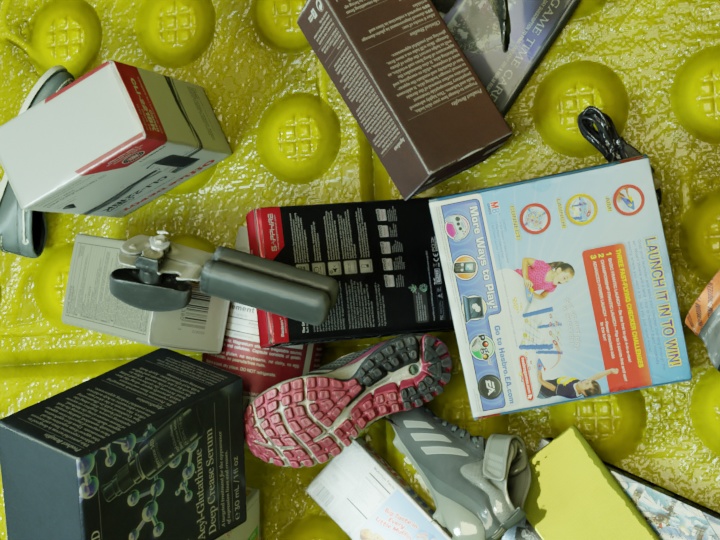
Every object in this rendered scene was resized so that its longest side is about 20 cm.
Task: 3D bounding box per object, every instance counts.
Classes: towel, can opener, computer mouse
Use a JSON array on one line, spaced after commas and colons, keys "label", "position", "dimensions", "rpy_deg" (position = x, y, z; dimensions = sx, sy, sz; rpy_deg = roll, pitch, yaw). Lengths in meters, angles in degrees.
[{"label": "towel", "position": [0.214, 0.239, 1.466], "dimensions": [0.086, 0.018, 0.200], "rpy_deg": [-38, 74, 9]}, {"label": "can opener", "position": [-0.118, 0.011, 1.456], "dimensions": [0.200, 0.053, 0.067], "rpy_deg": [12, 122, 11]}, {"label": "computer mouse", "position": [0.175, -0.046, 1.523], "dimensions": [0.200, 0.044, 0.110], "rpy_deg": [-43, 89, 11]}]

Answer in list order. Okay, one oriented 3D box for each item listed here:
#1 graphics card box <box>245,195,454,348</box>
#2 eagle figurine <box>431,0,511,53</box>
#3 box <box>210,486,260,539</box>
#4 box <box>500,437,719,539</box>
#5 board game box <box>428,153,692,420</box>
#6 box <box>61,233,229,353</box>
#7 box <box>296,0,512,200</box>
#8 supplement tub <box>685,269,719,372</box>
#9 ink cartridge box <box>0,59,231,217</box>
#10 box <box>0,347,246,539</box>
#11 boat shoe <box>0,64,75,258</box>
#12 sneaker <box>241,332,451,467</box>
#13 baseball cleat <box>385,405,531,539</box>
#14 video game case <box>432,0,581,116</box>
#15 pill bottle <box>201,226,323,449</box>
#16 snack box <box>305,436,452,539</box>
[{"label": "graphics card box", "position": [0.000, 0.000, 1.524], "dimensions": [0.200, 0.051, 0.126], "rpy_deg": [-5, 84, -19]}, {"label": "eagle figurine", "position": [0.114, -0.313, 1.502], "dimensions": [0.151, 0.152, 0.200], "rpy_deg": [31, 93, -1]}, {"label": "box", "position": [-0.180, 0.278, 1.542], "dimensions": [0.112, 0.200, 0.102], "rpy_deg": [9, 114, 19]}, {"label": "box", "position": [0.228, 0.250, 1.489], "dimensions": [0.200, 0.040, 0.137], "rpy_deg": [24, 94, 20]}, {"label": "board game box", "position": [0.176, 0.014, 1.478], "dimensions": [0.195, 0.056, 0.200], "rpy_deg": [-11, 94, 10]}, {"label": "box", "position": [-0.204, 0.020, 1.587], "dimensions": [0.200, 0.078, 0.095], "rpy_deg": [10, 91, 57]}, {"label": "box", "position": [0.039, -0.177, 1.525], "dimensions": [0.100, 0.075, 0.200], "rpy_deg": [-27, 80, -26]}, {"label": "supplement tub", "position": [0.378, 0.071, 1.401], "dimensions": [0.200, 0.123, 0.123], "rpy_deg": [41, 101, 18]}, {"label": "ink cartridge box", "position": [-0.233, -0.120, 1.597], "dimensions": [0.144, 0.200, 0.084], "rpy_deg": [-28, 81, 17]}, {"label": "box", "position": [-0.203, 0.176, 1.460], "dimensions": [0.107, 0.200, 0.149], "rpy_deg": [17, 118, 36]}, {"label": "boat shoe", "position": [-0.320, -0.107, 1.697], "dimensions": [0.062, 0.073, 0.200], "rpy_deg": [25, 101, 16]}, {"label": "sneaker", "position": [-0.011, 0.117, 1.509], "dimensions": [0.200, 0.075, 0.081], "rpy_deg": [-21, 94, 1]}, {"label": "baseball cleat", "position": [0.091, 0.162, 1.507], "dimensions": [0.106, 0.070, 0.200], "rpy_deg": [-37, 49, 9]}, {"label": "video game case", "position": [0.089, -0.250, 1.581], "dimensions": [0.200, 0.019, 0.143], "rpy_deg": [36, 99, 17]}, {"label": "pill bottle", "position": [-0.090, 0.064, 1.578], "dimensions": [0.113, 0.113, 0.201], "rpy_deg": [10, 90, 20]}, {"label": "snack box", "position": [0.041, 0.250, 1.565], "dimensions": [0.200, 0.024, 0.072], "rpy_deg": [44, 102, 17]}]
